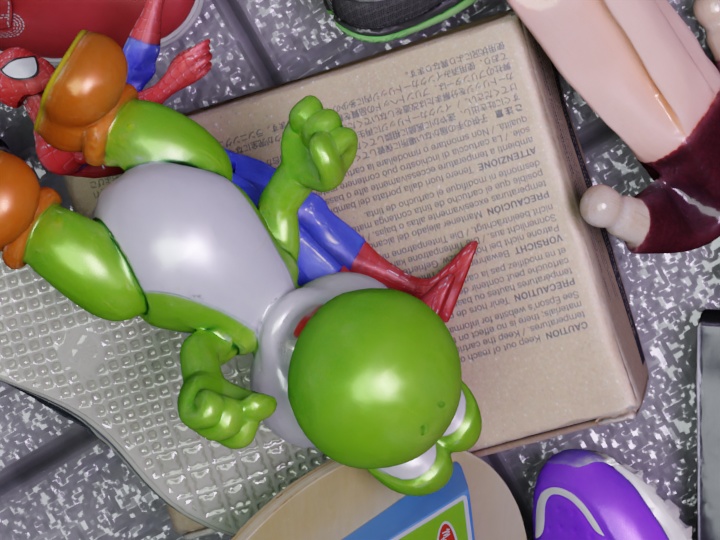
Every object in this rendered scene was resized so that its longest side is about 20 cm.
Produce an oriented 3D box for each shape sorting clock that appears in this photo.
[{"bbox_3d":[-0.010,0.155,0.941,0.039,0.199,0.201,34,105,44],"label":"shape sorting clock"}]

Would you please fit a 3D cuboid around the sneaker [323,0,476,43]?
[{"bbox_3d":[0.047,-0.178,0.947,0.077,0.084,0.200,43,99,26],"label":"sneaker"}]

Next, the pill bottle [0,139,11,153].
[{"bbox_3d":[-0.254,-0.042,1.017,0.199,0.112,0.112,25,101,7],"label":"pill bottle"}]

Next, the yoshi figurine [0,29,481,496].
[{"bbox_3d":[-0.037,0.005,0.848,0.199,0.112,0.113,36,118,-5],"label":"yoshi figurine"}]

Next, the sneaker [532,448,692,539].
[{"bbox_3d":[0.091,0.175,0.964,0.069,0.099,0.202,-3,103,53],"label":"sneaker"}]

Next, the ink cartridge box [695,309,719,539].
[{"bbox_3d":[0.184,0.116,0.986,0.094,0.037,0.202,0,101,12],"label":"ink cartridge box"}]

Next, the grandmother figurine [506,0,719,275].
[{"bbox_3d":[0.124,-0.057,0.938,0.200,0.060,0.121,47,69,-21],"label":"grandmother figurine"}]

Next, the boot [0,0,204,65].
[{"bbox_3d":[-0.168,-0.120,0.974,0.198,0.144,0.073,6,96,9],"label":"boot"}]

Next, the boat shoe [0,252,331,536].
[{"bbox_3d":[-0.085,0.039,0.946,0.199,0.062,0.075,30,99,-9],"label":"boat shoe"}]

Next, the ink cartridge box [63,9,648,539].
[{"bbox_3d":[0.000,0.000,0.990,0.199,0.075,0.166,-16,95,13],"label":"ink cartridge box"}]

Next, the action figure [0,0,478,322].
[{"bbox_3d":[-0.045,-0.057,0.921,0.199,0.065,0.100,23,110,7],"label":"action figure"}]
